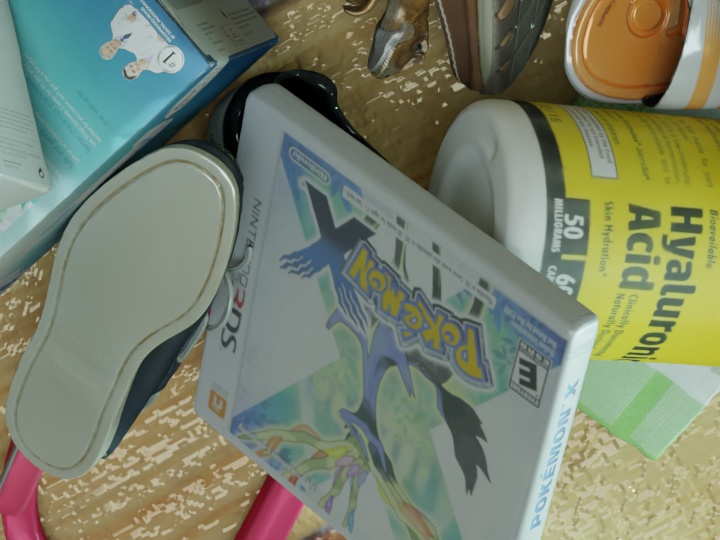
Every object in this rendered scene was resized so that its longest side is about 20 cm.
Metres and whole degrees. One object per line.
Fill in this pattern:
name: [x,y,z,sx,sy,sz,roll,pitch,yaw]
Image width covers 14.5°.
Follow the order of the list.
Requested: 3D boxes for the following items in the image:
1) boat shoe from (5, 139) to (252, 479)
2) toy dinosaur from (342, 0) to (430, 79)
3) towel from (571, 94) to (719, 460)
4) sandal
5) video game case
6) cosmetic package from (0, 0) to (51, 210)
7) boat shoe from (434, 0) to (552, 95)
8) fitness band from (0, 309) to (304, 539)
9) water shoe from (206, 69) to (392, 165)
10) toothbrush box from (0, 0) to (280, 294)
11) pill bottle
boat shoe: [-0.097,0.012,1.263,0.075,0.062,0.201,32,128,9]
toy dinosaur: [0.024,-0.168,1.203,0.105,0.061,0.200,4,141,-20]
towel: [0.146,-0.023,1.347,0.149,0.031,0.200,36,108,-12]
sandal: [0.191,-0.112,1.259,0.205,0.059,0.080,-6,111,-19]
video game case: [0.009,0.043,1.240,0.200,0.022,0.183,37,132,31]
cosmetic package: [-0.239,-0.076,1.173,0.199,0.052,0.152,-19,76,18]
boat shoe: [0.045,-0.175,1.266,0.071,0.076,0.201,13,124,27]
fitness band: [-0.095,0.091,1.377,0.143,0.037,0.201,23,110,-13]
water shoe: [0.000,0.000,1.300,0.071,0.079,0.201,-40,101,-26]
toothbrush box: [-0.145,-0.062,1.249,0.200,0.146,0.085,-42,90,14]
pill bottle: [0.137,-0.014,1.260,0.199,0.111,0.112,3,112,-20]
